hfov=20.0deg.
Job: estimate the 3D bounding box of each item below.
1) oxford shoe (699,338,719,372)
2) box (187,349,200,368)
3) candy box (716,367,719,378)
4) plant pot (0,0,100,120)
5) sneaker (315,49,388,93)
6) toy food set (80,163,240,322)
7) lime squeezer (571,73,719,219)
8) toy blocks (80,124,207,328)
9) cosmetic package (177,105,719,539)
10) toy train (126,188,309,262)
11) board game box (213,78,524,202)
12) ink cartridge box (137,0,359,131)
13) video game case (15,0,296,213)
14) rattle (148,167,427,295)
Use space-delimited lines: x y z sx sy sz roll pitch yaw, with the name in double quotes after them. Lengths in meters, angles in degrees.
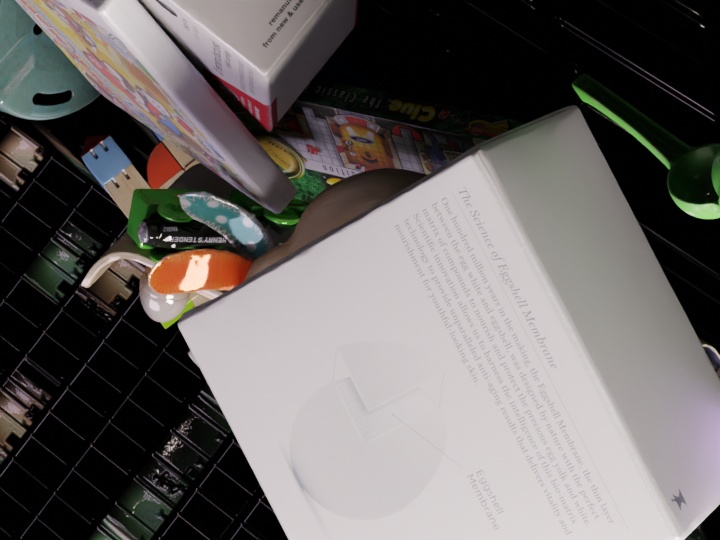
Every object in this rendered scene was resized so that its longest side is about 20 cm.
0.179 0.046 1.275 0.200 0.071 0.074 40 148 -12 "oxford shoe"
-0.009 0.027 1.476 0.124 0.200 0.098 36 173 17 "box"
0.267 0.096 1.039 0.167 0.072 0.200 38 173 3 "candy box"
-0.248 -0.197 1.298 0.195 0.201 0.200 26 168 34 "plant pot"
-0.065 -0.131 1.228 0.200 0.077 0.111 42 -175 21 "sneaker"
-0.058 0.013 1.277 0.199 0.061 0.144 25 -150 6 "toy food set"
0.150 -0.054 0.853 0.200 0.037 0.071 -164 53 -75 "lime squeezer"
-0.096 -0.075 1.405 0.137 0.200 0.100 51 174 8 "toy blocks"
0.054 0.058 1.004 0.123 0.199 0.200 -26 -92 -56 "cosmetic package"
-0.050 -0.027 1.249 0.199 0.042 0.056 0 -155 -31 "toy train"
0.010 -0.065 1.176 0.199 0.024 0.105 14 152 26 "board game box"
-0.101 -0.177 1.075 0.200 0.084 0.144 39 173 3 "ink cartridge box"
-0.140 -0.125 1.150 0.182 0.023 0.200 35 171 40 "video game case"
0.000 0.000 1.169 0.199 0.131 0.143 -1 -163 26 "rattle"
